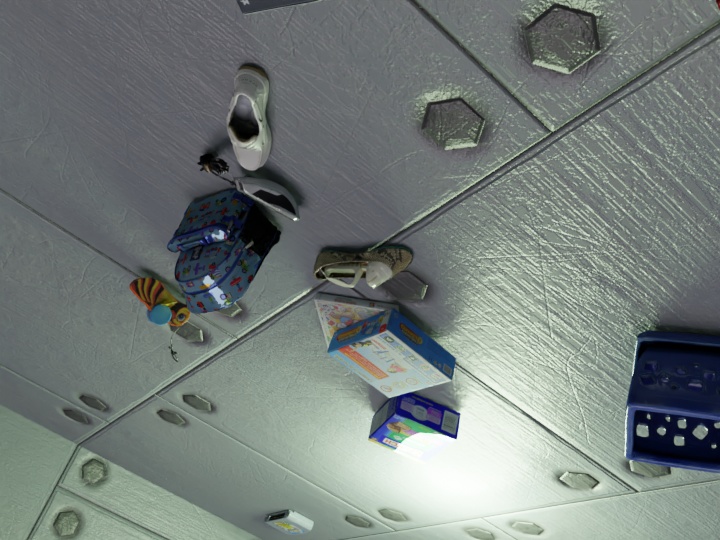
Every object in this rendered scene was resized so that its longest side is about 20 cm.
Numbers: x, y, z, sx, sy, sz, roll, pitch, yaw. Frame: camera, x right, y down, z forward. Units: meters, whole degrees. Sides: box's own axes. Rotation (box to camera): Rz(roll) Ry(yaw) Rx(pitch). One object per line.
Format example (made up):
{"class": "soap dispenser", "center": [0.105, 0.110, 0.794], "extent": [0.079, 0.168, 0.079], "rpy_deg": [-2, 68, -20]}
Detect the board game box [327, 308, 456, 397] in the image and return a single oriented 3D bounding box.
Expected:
{"class": "board game box", "center": [0.065, 0.180, 1.483], "extent": [0.199, 0.056, 0.195], "rpy_deg": [39, 140, -25]}

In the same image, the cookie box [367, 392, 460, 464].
{"class": "cookie box", "center": [0.130, 0.390, 1.739], "extent": [0.169, 0.076, 0.201], "rpy_deg": [23, 144, -7]}

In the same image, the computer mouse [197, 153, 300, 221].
{"class": "computer mouse", "center": [-0.185, -0.148, 1.215], "extent": [0.198, 0.044, 0.109], "rpy_deg": [28, 177, -23]}

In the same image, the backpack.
{"class": "backpack", "center": [-0.267, -0.027, 1.287], "extent": [0.180, 0.202, 0.135], "rpy_deg": [-8, 136, 33]}

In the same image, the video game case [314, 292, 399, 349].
{"class": "video game case", "center": [0.001, 0.129, 1.511], "extent": [0.179, 0.023, 0.201], "rpy_deg": [8, 142, 15]}

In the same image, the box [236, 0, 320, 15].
{"class": "box", "center": [-0.091, -0.412, 0.733], "extent": [0.103, 0.184, 0.201], "rpy_deg": [0, 140, 24]}

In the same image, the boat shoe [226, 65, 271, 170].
{"class": "boat shoe", "center": [-0.183, -0.224, 1.108], "extent": [0.070, 0.070, 0.201], "rpy_deg": [13, 144, 4]}

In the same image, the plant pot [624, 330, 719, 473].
{"class": "plant pot", "center": [0.573, 0.224, 1.239], "extent": [0.197, 0.182, 0.201], "rpy_deg": [3, 141, 20]}

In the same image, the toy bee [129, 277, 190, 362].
{"class": "toy bee", "center": [-0.440, 0.089, 1.617], "extent": [0.130, 0.108, 0.202], "rpy_deg": [27, 144, 48]}

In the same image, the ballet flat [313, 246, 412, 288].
{"class": "ballet flat", "center": [0.000, 0.000, 1.304], "extent": [0.197, 0.076, 0.068], "rpy_deg": [-1, 139, 25]}

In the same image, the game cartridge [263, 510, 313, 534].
{"class": "game cartridge", "center": [-0.272, 0.976, 2.701], "extent": [0.132, 0.041, 0.199], "rpy_deg": [32, 142, -22]}

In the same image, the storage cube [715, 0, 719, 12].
{"class": "storage cube", "center": [0.459, -0.273, 0.667], "extent": [0.178, 0.173, 0.200], "rpy_deg": [-17, 131, 39]}
